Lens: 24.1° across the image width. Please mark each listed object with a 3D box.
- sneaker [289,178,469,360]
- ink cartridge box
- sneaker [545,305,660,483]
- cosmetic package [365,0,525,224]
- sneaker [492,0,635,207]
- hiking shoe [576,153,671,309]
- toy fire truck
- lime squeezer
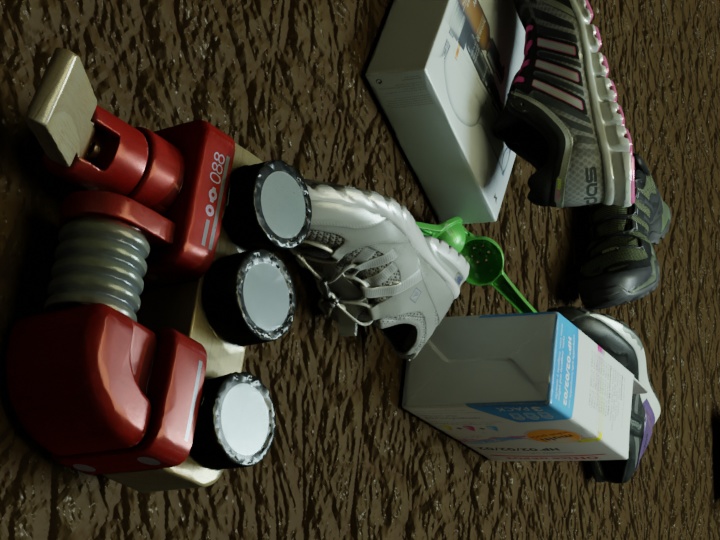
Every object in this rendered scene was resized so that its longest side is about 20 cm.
[{"bbox_3d":[0.000,0.000,1.045,0.199,0.074,0.083,30,77,-47],"label":"sneaker"},{"bbox_3d":[0.126,0.093,1.225,0.200,0.114,0.069,34,58,-55],"label":"ink cartridge box"},{"bbox_3d":[0.201,0.110,1.414,0.200,0.075,0.088,53,48,-45],"label":"sneaker"},{"bbox_3d":[0.077,-0.158,1.235,0.151,0.051,0.201,62,36,-42],"label":"cosmetic package"},{"bbox_3d":[0.131,-0.130,1.206,0.074,0.086,0.202,86,-11,-70],"label":"sneaker"},{"bbox_3d":[0.218,-0.042,1.476,0.102,0.075,0.200,64,25,-20],"label":"hiking shoe"},{"bbox_3d":[-0.117,-0.007,0.799,0.199,0.128,0.178,32,59,-43],"label":"toy fire truck"},{"bbox_3d":[0.073,-0.004,1.204,0.199,0.038,0.071,34,37,-37],"label":"lime squeezer"}]
